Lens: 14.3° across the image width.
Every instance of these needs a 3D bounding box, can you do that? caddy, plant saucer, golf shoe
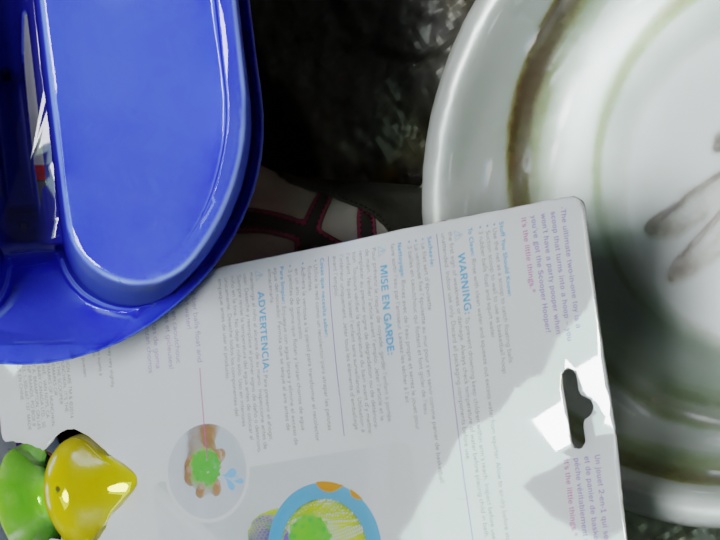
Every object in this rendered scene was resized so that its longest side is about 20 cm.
[{"bbox_3d":[-0.100,-0.072,0.809,0.141,0.105,0.201,-6,92,-5],"label":"caddy"},{"bbox_3d":[0.114,-0.026,0.824,0.199,0.050,0.201,-5,81,32],"label":"plant saucer"},{"bbox_3d":[0.000,0.000,0.911,0.200,0.077,0.088,41,94,20],"label":"golf shoe"}]

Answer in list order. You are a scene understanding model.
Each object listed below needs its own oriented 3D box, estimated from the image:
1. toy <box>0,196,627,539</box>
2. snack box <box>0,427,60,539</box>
[{"bbox_3d":[-0.013,0.054,0.840,0.199,0.047,0.116,-10,82,24],"label":"toy"},{"bbox_3d":[-0.170,0.073,0.985,0.142,0.053,0.200,-52,47,27],"label":"snack box"}]
